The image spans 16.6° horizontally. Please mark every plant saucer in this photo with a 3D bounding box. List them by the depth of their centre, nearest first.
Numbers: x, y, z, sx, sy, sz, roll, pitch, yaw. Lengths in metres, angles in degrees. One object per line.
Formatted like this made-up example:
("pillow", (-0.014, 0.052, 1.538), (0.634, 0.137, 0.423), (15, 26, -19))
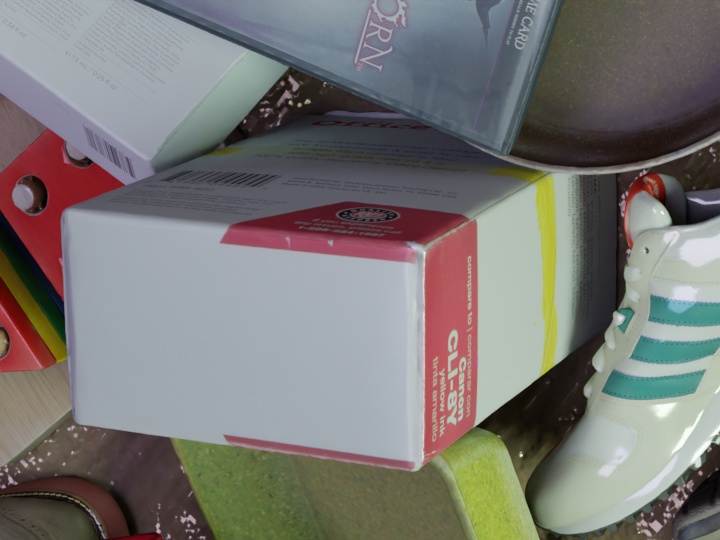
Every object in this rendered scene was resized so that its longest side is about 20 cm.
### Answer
("plant saucer", (0.094, -0.132, 0.921), (0.198, 0.032, 0.202), (-4, 79, 22))
("plant saucer", (0.015, 0.120, 0.978), (0.199, 0.048, 0.201), (15, 134, 50))

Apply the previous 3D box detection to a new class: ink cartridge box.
("ink cartridge box", (0.000, 0.000, 0.931), (0.144, 0.200, 0.084), (5, 106, 25))

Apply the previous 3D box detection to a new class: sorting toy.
("sorting toy", (-0.164, -0.040, 1.078), (0.198, 0.069, 0.201), (-39, 83, 28))

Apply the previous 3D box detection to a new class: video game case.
("video game case", (-0.017, -0.139, 0.876), (0.199, 0.019, 0.144), (24, 125, 10))

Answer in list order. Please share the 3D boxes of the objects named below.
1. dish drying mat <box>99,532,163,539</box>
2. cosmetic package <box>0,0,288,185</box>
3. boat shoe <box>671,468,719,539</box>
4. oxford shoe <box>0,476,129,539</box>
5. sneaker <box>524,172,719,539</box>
("dish drying mat", (-0.077, 0.197, 1.006), (0.076, 0.018, 0.201), (-10, 115, 27))
("cosmetic package", (-0.109, -0.141, 0.992), (0.199, 0.052, 0.151), (36, 73, 16))
("boat shoe", (0.212, 0.084, 0.918), (0.199, 0.076, 0.072), (-27, 92, 38))
("oxford shoe", (-0.206, 0.137, 1.134), (0.199, 0.075, 0.071), (-16, 94, 29))
("sneaker", (0.119, 0.013, 0.935), (0.093, 0.070, 0.200), (44, 113, -7))
